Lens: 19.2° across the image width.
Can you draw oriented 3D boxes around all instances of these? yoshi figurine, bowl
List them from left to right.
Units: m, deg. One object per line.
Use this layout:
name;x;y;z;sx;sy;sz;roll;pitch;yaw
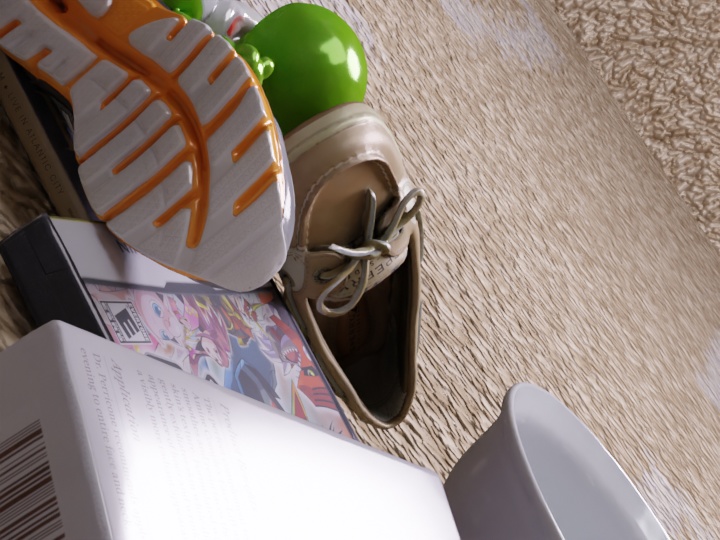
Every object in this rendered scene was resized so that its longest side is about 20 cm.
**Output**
yoshi figurine;-0.061;-0.126;0.932;0.112;0.112;0.200;34;-19;53
bowl;0.090;0.158;0.959;0.201;0.090;0.201;51;14;-18

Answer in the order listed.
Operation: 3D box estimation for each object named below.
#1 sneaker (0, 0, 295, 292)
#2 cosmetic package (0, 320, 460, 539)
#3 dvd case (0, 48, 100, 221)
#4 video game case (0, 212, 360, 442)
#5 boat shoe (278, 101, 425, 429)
sneaker;-0.077;-0.061;0.834;0.200;0.078;0.077;54;2;37
cosmetic package;-0.041;0.097;0.648;0.200;0.074;0.102;30;35;-50
dvd case;-0.124;-0.081;0.936;0.201;0.016;0.149;60;15;18
video game case;-0.042;0.072;0.817;0.201;0.025;0.181;61;17;12
boat shoe;0.000;0.000;0.930;0.063;0.073;0.200;56;-11;28
